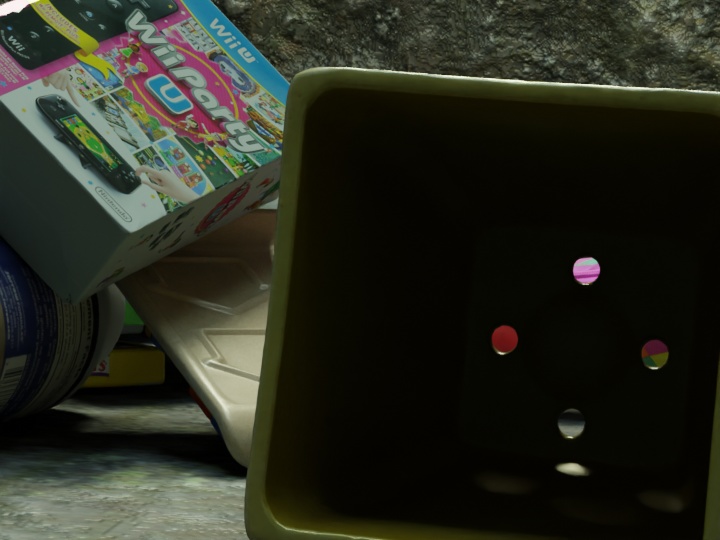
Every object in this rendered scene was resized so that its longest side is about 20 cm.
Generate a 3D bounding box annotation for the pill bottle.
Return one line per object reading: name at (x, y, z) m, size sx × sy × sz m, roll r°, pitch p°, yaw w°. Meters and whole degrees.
pill bottle at (-0.198, 0.025, 1.305) m, size 0.111 × 0.111 × 0.200 m, roll 5°, pitch 5°, yaw 18°

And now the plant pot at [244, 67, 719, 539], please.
plant pot at (0.079, 0.030, 1.093) m, size 0.194 × 0.196 × 0.200 m, roll 5°, pitch -4°, yaw 15°

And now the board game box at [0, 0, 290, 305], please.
board game box at (-0.128, -0.080, 1.323) m, size 0.148 × 0.064 × 0.200 m, roll 46°, pitch 33°, yaw 8°

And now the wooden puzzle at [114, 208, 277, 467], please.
wooden puzzle at (-0.030, 0.041, 1.333) m, size 0.185 × 0.046 × 0.200 m, roll 1°, pitch 36°, yaw -33°

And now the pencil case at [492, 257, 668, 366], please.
pencil case at (0.113, 0.030, 1.373) m, size 0.200 × 0.089 × 0.088 m, roll -16°, pitch -10°, yaw 43°

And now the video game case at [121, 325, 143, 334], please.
video game case at (-0.259, 0.028, 1.509) m, size 0.182 × 0.022 × 0.200 m, roll 0°, pitch 0°, yaw -41°

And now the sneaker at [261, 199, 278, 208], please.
sneaker at (0.000, 0.000, 1.540) m, size 0.200 × 0.078 × 0.099 m, roll 25°, pitch 27°, yaw 22°

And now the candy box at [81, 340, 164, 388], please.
candy box at (-0.222, 0.053, 1.454) m, size 0.200 × 0.026 × 0.102 m, roll 0°, pitch 2°, yaw -40°

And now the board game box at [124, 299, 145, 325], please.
board game box at (-0.137, -0.009, 1.536) m, size 0.134 × 0.029 × 0.200 m, roll 1°, pitch 16°, yaw -34°
